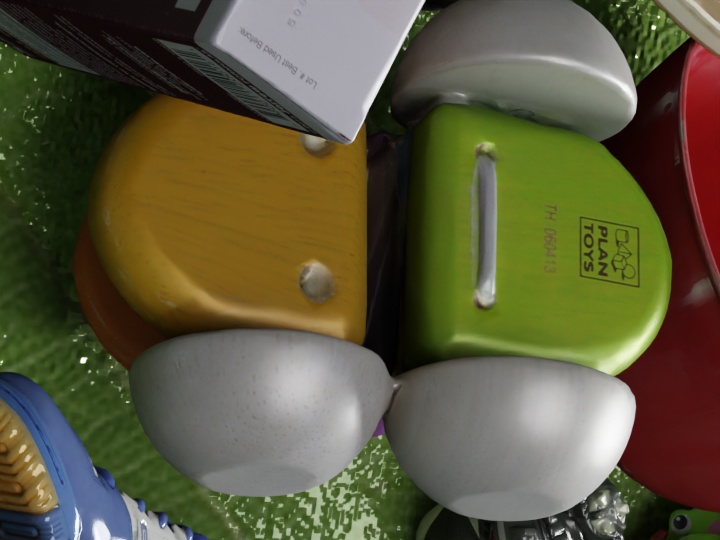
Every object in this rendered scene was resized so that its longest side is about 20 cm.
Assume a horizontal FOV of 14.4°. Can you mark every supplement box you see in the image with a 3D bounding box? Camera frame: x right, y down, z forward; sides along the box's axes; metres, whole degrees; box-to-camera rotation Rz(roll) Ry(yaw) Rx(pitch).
[{"bbox_3d":[-0.052,-0.111,0.870,0.061,0.200,0.109,34,82,-36],"label":"supplement box"}]

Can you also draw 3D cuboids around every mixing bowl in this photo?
[{"bbox_3d":[0.135,0.014,1.060,0.200,0.108,0.201,33,44,-38],"label":"mixing bowl"}]

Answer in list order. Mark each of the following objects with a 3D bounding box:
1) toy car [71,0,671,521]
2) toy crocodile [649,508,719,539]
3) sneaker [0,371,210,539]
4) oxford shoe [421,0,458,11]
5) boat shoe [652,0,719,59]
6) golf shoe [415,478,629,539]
[{"bbox_3d":[0.000,0.000,0.959,0.199,0.150,0.176,6,68,-14],"label":"toy car"},{"bbox_3d":[0.113,0.160,1.136,0.201,0.061,0.068,-61,157,-10],"label":"toy crocodile"},{"bbox_3d":[-0.087,0.107,0.985,0.088,0.075,0.201,-41,128,-33],"label":"sneaker"},{"bbox_3d":[0.030,-0.123,0.997,0.199,0.084,0.073,-10,105,-34],"label":"oxford shoe"},{"bbox_3d":[0.108,-0.162,0.998,0.201,0.069,0.074,55,32,-2],"label":"boat shoe"},{"bbox_3d":[0.081,0.171,1.070,0.077,0.088,0.201,-16,93,-37],"label":"golf shoe"}]
